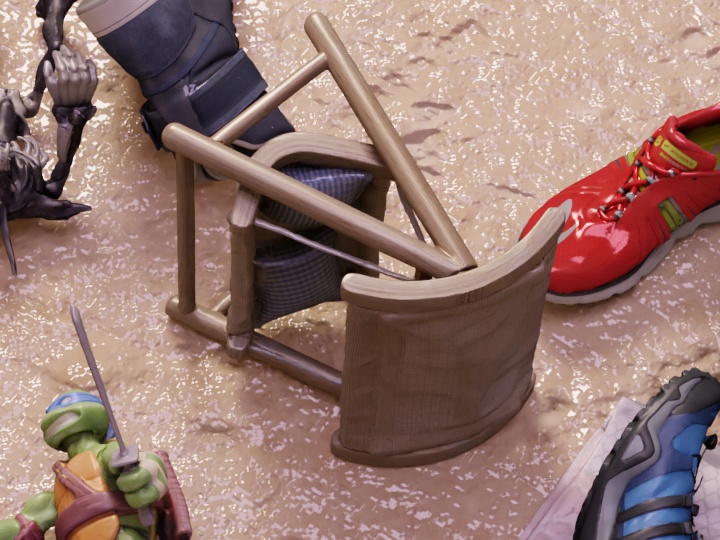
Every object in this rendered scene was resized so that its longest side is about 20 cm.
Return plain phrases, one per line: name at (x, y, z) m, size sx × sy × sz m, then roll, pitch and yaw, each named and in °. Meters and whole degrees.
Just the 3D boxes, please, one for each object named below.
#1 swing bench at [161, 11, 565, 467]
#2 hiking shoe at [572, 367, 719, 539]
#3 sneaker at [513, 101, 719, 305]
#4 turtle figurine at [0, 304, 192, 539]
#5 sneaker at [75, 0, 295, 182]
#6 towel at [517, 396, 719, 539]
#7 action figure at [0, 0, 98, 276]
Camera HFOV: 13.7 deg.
swing bench at (0.000, 0.000, 1.689) m, size 0.130 × 0.199 × 0.200 m, roll -40°, pitch 68°, yaw -22°
hiking shoe at (0.159, 0.149, 1.656) m, size 0.086 × 0.074 × 0.200 m, roll 30°, pitch 72°, yaw 8°
sneaker at (0.173, -0.055, 1.794) m, size 0.200 × 0.085 × 0.077 m, roll -32°, pitch 65°, yaw -19°
turtle figurine at (-0.161, 0.152, 1.616) m, size 0.143 × 0.200 × 0.195 m, roll -23°, pitch 71°, yaw 2°
sneaker at (-0.093, -0.136, 1.838) m, size 0.146 × 0.077 × 0.202 m, roll 55°, pitch 26°, yaw -13°
towel at (0.184, 0.185, 1.687) m, size 0.199 × 0.032 × 0.191 m, roll 28°, pitch 63°, yaw 14°
action figure at (-0.215, -0.102, 1.795) m, size 0.118 × 0.102 × 0.201 m, roll 3°, pitch 56°, yaw -3°
